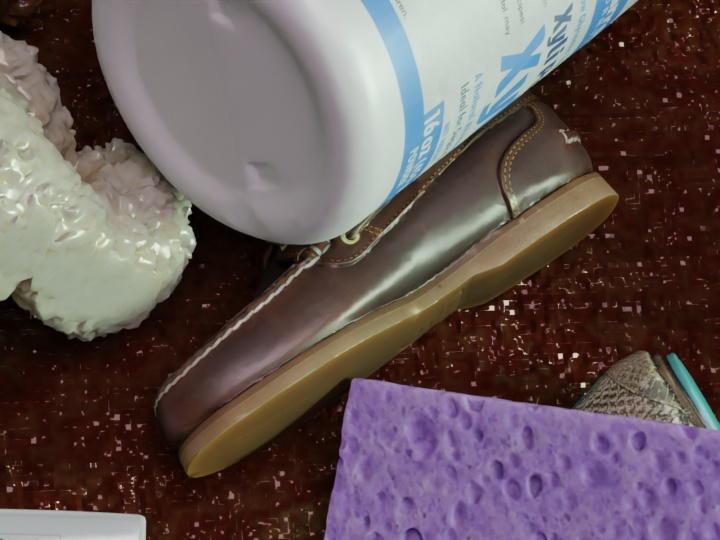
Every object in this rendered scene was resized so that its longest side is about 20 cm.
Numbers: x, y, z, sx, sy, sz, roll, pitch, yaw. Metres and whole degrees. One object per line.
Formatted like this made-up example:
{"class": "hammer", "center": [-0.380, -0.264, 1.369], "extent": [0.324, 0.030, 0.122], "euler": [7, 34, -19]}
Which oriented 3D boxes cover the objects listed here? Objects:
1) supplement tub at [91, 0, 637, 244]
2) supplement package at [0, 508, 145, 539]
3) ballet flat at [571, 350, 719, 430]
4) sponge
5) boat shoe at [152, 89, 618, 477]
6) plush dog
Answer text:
{"class": "supplement tub", "center": [0.013, -0.110, 1.013], "extent": [0.132, 0.132, 0.200], "euler": [48, 54, 5]}
{"class": "supplement package", "center": [-0.132, 0.186, 0.941], "extent": [0.109, 0.114, 0.201], "euler": [3, 73, -11]}
{"class": "ballet flat", "center": [0.141, 0.123, 1.024], "extent": [0.075, 0.068, 0.200], "euler": [-39, 78, 4]}
{"class": "sponge", "center": [0.084, 0.106, 0.995], "extent": [0.199, 0.030, 0.112], "euler": [8, 87, 16]}
{"class": "boat shoe", "center": [0.000, 0.000, 1.043], "extent": [0.200, 0.070, 0.070], "euler": [-33, 79, -24]}
{"class": "plush dog", "center": [-0.176, -0.053, 0.995], "extent": [0.199, 0.161, 0.172], "euler": [-26, 58, -16]}
